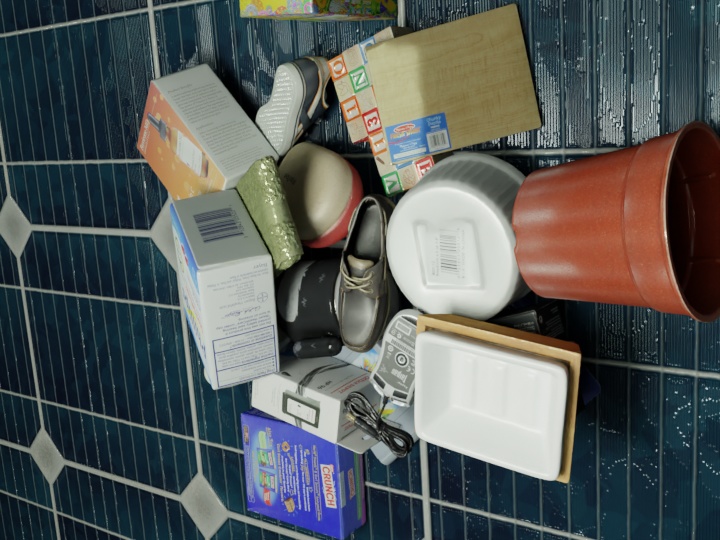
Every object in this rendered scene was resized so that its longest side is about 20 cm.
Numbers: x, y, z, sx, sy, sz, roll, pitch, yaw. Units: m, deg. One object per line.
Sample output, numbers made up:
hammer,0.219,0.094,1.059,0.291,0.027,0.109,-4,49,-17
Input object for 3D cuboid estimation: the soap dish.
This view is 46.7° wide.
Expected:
soap dish,0.157,0.138,0.960,0.196,0.081,0.161,12,115,30

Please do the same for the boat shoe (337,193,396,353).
boat shoe,0.000,0.000,1.056,0.073,0.073,0.205,3,82,21

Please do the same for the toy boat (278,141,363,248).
toy boat,-0.048,-0.094,1.182,0.132,0.129,0.200,-58,28,3

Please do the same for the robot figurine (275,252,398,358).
robot figurine,-0.038,0.046,1.183,0.196,0.124,0.155,-5,84,35

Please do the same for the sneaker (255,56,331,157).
sneaker,-0.093,-0.233,1.210,0.079,0.078,0.200,58,151,9

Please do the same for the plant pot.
plant pot,0.284,-0.047,0.916,0.192,0.198,0.206,-2,100,44

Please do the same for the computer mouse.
computer mouse,0.052,0.136,1.075,0.108,0.044,0.203,32,118,18

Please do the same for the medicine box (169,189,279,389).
medicine box,-0.189,0.024,1.164,0.183,0.101,0.204,-125,29,-50

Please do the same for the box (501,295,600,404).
box,0.209,0.113,1.096,0.201,0.032,0.121,51,124,14

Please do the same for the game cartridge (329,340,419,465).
game cartridge,0.022,0.174,1.245,0.133,0.040,0.201,-46,74,30

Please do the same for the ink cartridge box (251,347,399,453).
ink cartridge box,-0.047,0.181,1.203,0.197,0.115,0.070,17,111,30

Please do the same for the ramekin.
ramekin,0.126,-0.033,1.024,0.196,0.097,0.205,13,116,27

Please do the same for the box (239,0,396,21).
box,-0.051,-0.424,1.053,0.120,0.191,0.205,9,106,33

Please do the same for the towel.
towel,-0.125,-0.068,1.123,0.200,0.036,0.152,154,101,-73

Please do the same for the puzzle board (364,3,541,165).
puzzle board,0.115,-0.230,1.046,0.195,0.017,0.155,-13,93,13

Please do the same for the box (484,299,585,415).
box,0.167,0.131,1.062,0.197,0.078,0.145,-15,88,37

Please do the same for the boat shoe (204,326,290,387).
boat shoe,-0.166,0.133,1.271,0.070,0.200,0.072,36,128,14

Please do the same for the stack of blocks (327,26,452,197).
stack of blocks,0.042,-0.207,1.121,0.114,0.058,0.205,-18,91,37

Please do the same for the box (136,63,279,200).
box,-0.238,-0.181,1.278,0.201,0.105,0.153,51,142,15

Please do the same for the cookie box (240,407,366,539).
cookie box,-0.092,0.316,1.336,0.196,0.075,0.176,6,104,35
